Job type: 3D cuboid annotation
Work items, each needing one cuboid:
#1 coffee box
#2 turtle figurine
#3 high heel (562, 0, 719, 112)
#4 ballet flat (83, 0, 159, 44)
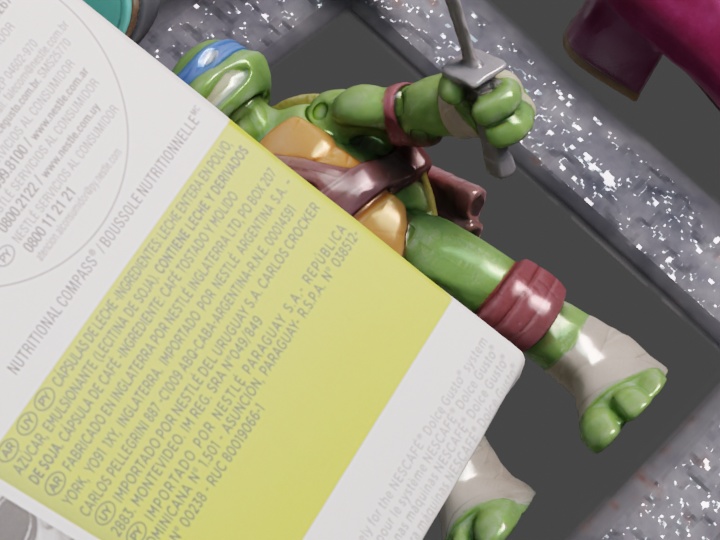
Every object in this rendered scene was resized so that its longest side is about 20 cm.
[{"bbox_3d":[-0.119,0.059,0.595,0.198,0.200,0.200,38,63,-10],"label":"coffee box"},{"bbox_3d":[0.000,0.000,0.782,0.194,0.200,0.144,46,69,1],"label":"turtle figurine"},{"bbox_3d":[0.183,-0.082,0.950,0.200,0.096,0.067,30,52,-1],"label":"high heel"},{"bbox_3d":[-0.165,-0.128,0.866,0.200,0.073,0.073,20,53,-1],"label":"ballet flat"}]
